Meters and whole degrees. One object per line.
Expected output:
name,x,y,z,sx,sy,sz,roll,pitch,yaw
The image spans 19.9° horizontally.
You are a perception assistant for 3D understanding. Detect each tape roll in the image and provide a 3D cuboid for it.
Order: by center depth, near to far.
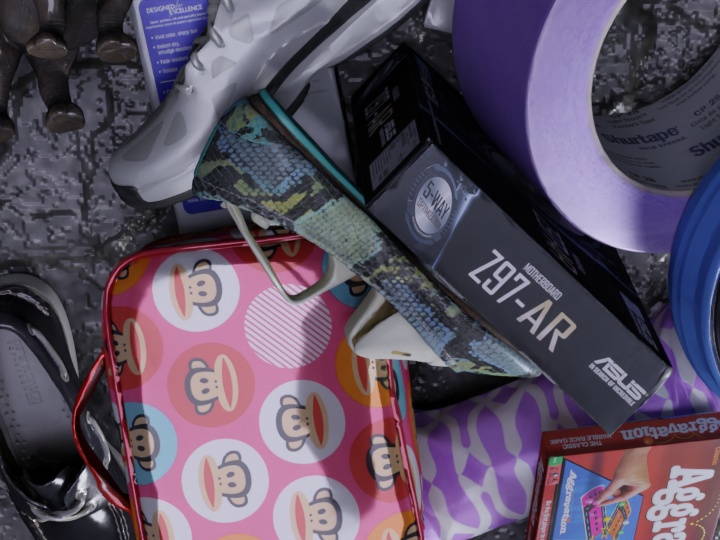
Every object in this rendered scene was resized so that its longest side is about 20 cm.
tape roll,0.149,-0.115,0.982,0.198,0.085,0.202,-13,125,-19

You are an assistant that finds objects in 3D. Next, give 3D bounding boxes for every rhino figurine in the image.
rhino figurine,-0.136,-0.141,0.985,0.059,0.088,0.200,8,152,-28

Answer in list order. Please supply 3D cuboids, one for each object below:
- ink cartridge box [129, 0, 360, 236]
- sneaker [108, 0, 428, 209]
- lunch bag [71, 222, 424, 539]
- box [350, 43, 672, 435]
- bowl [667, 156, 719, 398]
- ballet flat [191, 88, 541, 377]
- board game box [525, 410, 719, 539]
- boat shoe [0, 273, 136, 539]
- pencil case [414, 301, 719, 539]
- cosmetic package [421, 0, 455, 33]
ink cartridge box,-0.059,-0.095,1.062,0.098,0.039,0.202,-8,113,5
sneaker,-0.066,-0.128,0.979,0.200,0.076,0.115,-40,118,6
lunch bag,-0.060,0.078,1.047,0.174,0.082,0.202,-6,94,2
box,0.068,-0.022,1.000,0.160,0.200,0.044,42,103,-14
bowl,0.251,0.000,1.005,0.198,0.039,0.202,-6,122,-10
ballet flat,0.000,0.000,0.972,0.200,0.074,0.074,42,107,-14
board game box,0.140,0.147,1.109,0.102,0.020,0.201,-7,140,-7
boat shoe,-0.169,0.102,1.132,0.073,0.060,0.202,-10,112,4
pencil case,0.106,0.083,1.108,0.198,0.084,0.086,-23,82,9
cosmetic package,0.095,-0.210,1.003,0.082,0.051,0.202,15,112,-5
